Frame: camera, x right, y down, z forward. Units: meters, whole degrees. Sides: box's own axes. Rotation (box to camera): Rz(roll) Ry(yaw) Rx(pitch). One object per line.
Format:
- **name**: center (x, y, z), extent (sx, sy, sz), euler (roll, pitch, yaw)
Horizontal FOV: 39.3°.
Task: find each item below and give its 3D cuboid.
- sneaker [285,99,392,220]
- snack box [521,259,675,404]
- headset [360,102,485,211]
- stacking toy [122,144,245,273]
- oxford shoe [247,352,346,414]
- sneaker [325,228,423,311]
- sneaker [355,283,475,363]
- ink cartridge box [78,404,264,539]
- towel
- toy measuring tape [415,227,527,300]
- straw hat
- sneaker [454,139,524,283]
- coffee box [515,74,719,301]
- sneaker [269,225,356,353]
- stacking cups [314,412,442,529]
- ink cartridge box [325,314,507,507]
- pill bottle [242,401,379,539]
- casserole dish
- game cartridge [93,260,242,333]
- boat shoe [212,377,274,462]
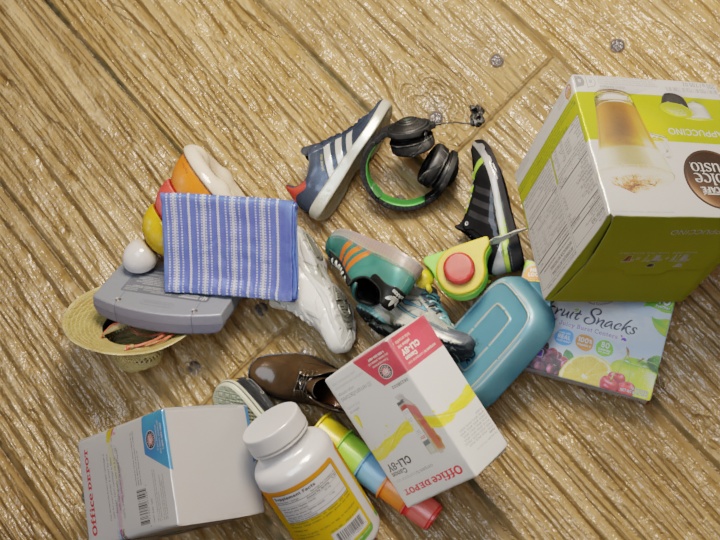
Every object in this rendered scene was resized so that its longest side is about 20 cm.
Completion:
- **sneaker**: center (-0.035, -0.174, 1.455), extent (0.084, 0.075, 0.201), euler (36, 88, 14)
- **snack box**: center (0.298, 0.080, 1.328), extent (0.199, 0.053, 0.143), euler (14, 80, 17)
- **headset**: center (0.089, -0.159, 1.388), extent (0.200, 0.094, 0.124), euler (-37, 108, 19)
- **stacking toy**: center (-0.266, -0.071, 1.456), extent (0.200, 0.146, 0.146), euler (-39, 72, 6)
- **oxford shoe**: center (-0.069, 0.152, 1.389), extent (0.199, 0.084, 0.073), euler (9, 82, 17)
- **sneaker**: center (0.000, 0.000, 1.368), extent (0.080, 0.071, 0.200), euler (-57, 33, -9)
- **sneaker**: center (0.081, 0.055, 1.350), extent (0.199, 0.078, 0.087), euler (23, 71, 43)
- **ink cartridge box**: center (-0.254, 0.273, 1.337), extent (0.199, 0.145, 0.148), euler (-23, 71, 39)
- **towel**: center (-0.180, -0.031, 1.383), extent (0.198, 0.024, 0.146), euler (4, 107, 12)
- **toy measuring tape**: center (0.169, -0.007, 1.324), extent (0.199, 0.074, 0.074), euler (-18, 74, 7)
- **straw hat**: center (-0.327, 0.100, 1.460), extent (0.200, 0.201, 0.086), euler (8, 123, 15)
- **sneaker**: center (0.165, -0.083, 1.387), extent (0.082, 0.072, 0.201), euler (-15, 75, 12)
- **coffee box**: center (0.327, -0.092, 1.225), extent (0.198, 0.200, 0.199), euler (0, 60, -14)
- **sneaker**: center (-0.077, 0.041, 1.428), extent (0.099, 0.078, 0.201), euler (-33, 64, 13)
- **stacking cups**: center (0.019, 0.271, 1.351), extent (0.199, 0.061, 0.061), euler (34, 88, 18)
- **ink cartridge box**: center (0.070, 0.181, 1.280), extent (0.145, 0.083, 0.201), euler (-37, 86, 44)
- **pill bottle**: center (-0.067, 0.274, 1.302), extent (0.111, 0.111, 0.201), euler (-28, 106, 6)
- **casserole dish**: center (0.168, 0.092, 1.324), extent (0.200, 0.039, 0.121), euler (-51, 43, 18)
- **game cartridge**: center (-0.272, 0.037, 1.444), extent (0.198, 0.133, 0.041), euler (8, 119, 14)
- **boat shoe**: center (-0.123, 0.228, 1.394), extent (0.075, 0.062, 0.200), euler (-41, 86, 27)
